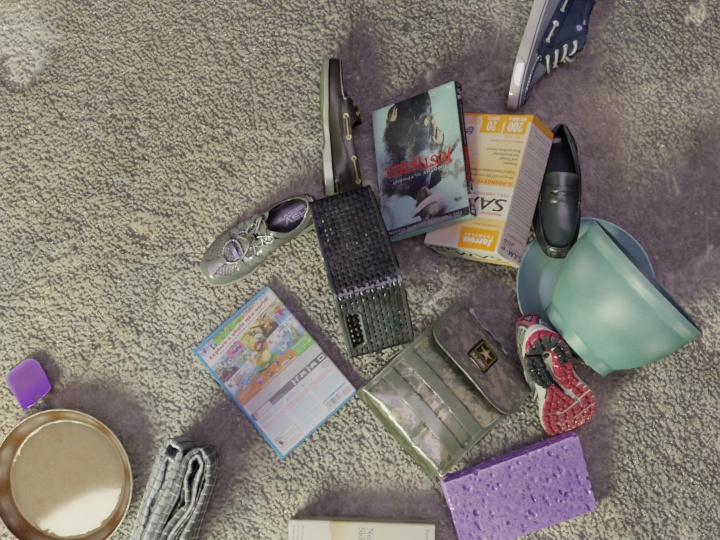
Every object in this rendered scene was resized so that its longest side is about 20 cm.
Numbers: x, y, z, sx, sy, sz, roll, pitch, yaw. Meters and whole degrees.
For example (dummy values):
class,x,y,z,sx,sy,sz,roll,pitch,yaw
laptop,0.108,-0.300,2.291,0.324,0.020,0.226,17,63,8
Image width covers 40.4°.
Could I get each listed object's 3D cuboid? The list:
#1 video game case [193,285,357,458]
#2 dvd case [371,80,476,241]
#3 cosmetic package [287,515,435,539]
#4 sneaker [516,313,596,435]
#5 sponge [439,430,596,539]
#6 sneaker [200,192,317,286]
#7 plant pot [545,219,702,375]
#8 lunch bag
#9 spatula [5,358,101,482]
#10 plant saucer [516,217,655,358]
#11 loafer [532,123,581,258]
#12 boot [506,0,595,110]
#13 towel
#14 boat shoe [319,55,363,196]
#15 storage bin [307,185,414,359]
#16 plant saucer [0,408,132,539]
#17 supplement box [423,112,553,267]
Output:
class,x,y,z,sx,sy,sz,roll,pitch,yaw
video game case,-0.121,0.143,1.388,0.143,0.018,0.200,-41,84,-5
dvd case,0.087,-0.153,1.385,0.145,0.022,0.202,-15,72,32
cosmetic package,0.001,0.388,1.322,0.198,0.071,0.106,0,81,0
sneaker,0.263,0.142,1.327,0.080,0.075,0.201,-21,124,1
sponge,0.217,0.306,1.344,0.198,0.030,0.113,-18,98,-4
sneaker,-0.145,-0.054,1.386,0.199,0.082,0.075,-37,83,-6
plant pot,0.330,0.052,1.290,0.134,0.200,0.200,-45,83,13
lunch bag,0.121,0.159,1.339,0.200,0.118,0.164,-41,85,-12
spatula,-0.424,0.213,1.371,0.056,0.021,0.201,-38,87,4
plant saucer,0.318,0.026,1.398,0.199,0.039,0.203,0,81,-1
loafer,0.277,-0.113,1.379,0.067,0.071,0.202,2,63,7
boot,0.279,-0.321,1.434,0.089,0.073,0.202,17,81,8
towel,-0.246,0.322,1.286,0.085,0.166,0.202,18,81,-3
boat shoe,-0.028,-0.210,1.420,0.060,0.072,0.204,-2,88,-5
storage bin,0.000,0.000,1.315,0.093,0.136,0.201,-15,46,-3
plant saucer,-0.406,0.288,1.343,0.198,0.034,0.203,0,89,3
supplement box,0.180,-0.115,1.374,0.125,0.073,0.202,8,78,38
